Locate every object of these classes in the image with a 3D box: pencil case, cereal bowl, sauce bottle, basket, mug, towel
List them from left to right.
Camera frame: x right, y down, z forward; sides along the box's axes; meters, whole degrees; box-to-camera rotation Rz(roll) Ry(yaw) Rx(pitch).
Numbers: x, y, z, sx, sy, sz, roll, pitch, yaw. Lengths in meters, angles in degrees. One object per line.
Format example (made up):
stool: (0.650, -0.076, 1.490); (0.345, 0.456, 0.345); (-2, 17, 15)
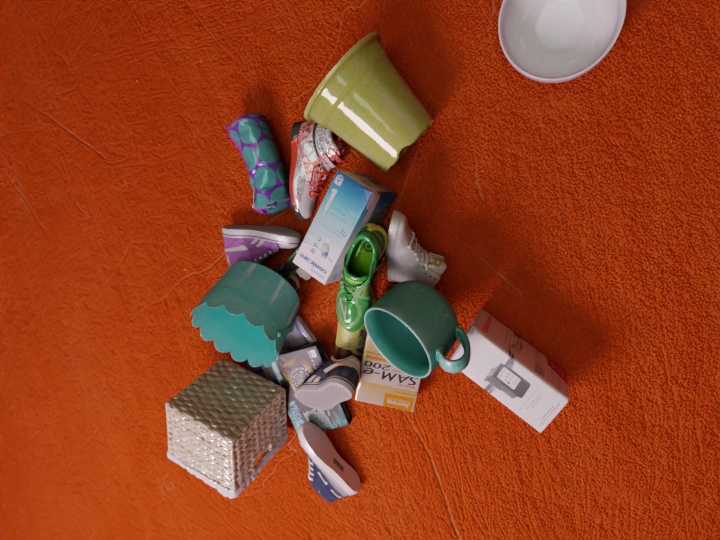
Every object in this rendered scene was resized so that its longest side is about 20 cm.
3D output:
basket: (-0.283, 0.330, 1.140); (0.198, 0.198, 0.163); (21, 124, 22)
pencil case: (-0.210, -0.222, 1.118); (0.091, 0.085, 0.202); (-19, 91, -7)
towel: (-0.170, 0.211, 1.202); (0.199, 0.024, 0.148); (-36, 84, 21)
sauce bottle: (-0.021, 0.153, 1.120); (0.065, 0.066, 0.203); (11, 104, 18)
mug: (0.109, 0.105, 0.937); (0.185, 0.114, 0.152); (45, 150, 9)
cereal bowl: (0.336, -0.417, 0.894); (0.197, 0.083, 0.203); (3, 99, 20)

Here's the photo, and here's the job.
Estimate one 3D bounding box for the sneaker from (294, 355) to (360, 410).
sneaker: (-0.062, 0.229, 1.083); (0.078, 0.080, 0.199); (40, 142, -17)

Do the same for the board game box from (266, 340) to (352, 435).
board game box: (-0.115, 0.261, 1.163); (0.134, 0.028, 0.202); (-16, 105, 19)

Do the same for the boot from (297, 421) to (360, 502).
boot: (-0.093, 0.430, 1.168); (0.090, 0.073, 0.201); (-33, 99, 24)

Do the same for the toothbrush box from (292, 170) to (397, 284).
toothbrush box: (-0.028, -0.085, 1.040); (0.085, 0.146, 0.201); (34, 107, 15)

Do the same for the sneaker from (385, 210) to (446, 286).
sneaker: (0.108, -0.036, 0.997); (0.114, 0.201, 0.074); (12, 62, 13)

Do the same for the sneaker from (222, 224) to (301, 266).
sneaker: (-0.212, -0.038, 1.160); (0.198, 0.072, 0.116); (5, 104, 29)

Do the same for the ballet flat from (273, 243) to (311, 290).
ballet flat: (-0.141, -0.001, 1.143); (0.199, 0.068, 0.069); (-38, 95, 31)

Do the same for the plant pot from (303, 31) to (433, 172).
plant pot: (0.029, -0.293, 0.981); (0.184, 0.201, 0.200); (43, 110, -4)

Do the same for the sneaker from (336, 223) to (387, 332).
sneaker: (-0.010, 0.016, 0.932); (0.073, 0.083, 0.202); (18, 108, 18)

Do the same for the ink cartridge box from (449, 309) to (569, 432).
ink cartridge box: (0.272, 0.176, 0.972); (0.199, 0.145, 0.084); (37, 109, 11)

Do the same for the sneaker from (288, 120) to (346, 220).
sneaker: (-0.085, -0.205, 1.086); (0.107, 0.067, 0.204); (2, 96, 22)

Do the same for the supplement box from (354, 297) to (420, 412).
supplement box: (0.067, 0.169, 1.069); (0.124, 0.074, 0.203); (10, 102, 2)

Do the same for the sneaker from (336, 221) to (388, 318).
sneaker: (0.000, 0.000, 1.028); (0.066, 0.091, 0.202); (18, 97, -4)

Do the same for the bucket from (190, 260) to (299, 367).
bucket: (-0.232, 0.090, 1.106); (0.205, 0.136, 0.208); (18, 142, 14)
